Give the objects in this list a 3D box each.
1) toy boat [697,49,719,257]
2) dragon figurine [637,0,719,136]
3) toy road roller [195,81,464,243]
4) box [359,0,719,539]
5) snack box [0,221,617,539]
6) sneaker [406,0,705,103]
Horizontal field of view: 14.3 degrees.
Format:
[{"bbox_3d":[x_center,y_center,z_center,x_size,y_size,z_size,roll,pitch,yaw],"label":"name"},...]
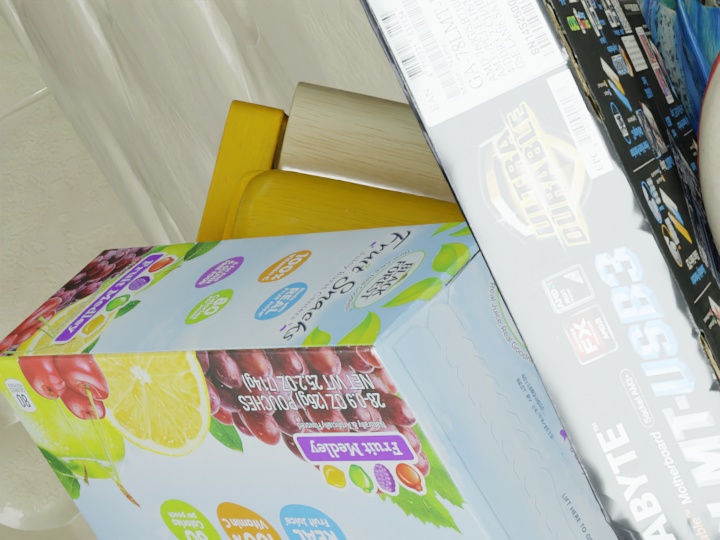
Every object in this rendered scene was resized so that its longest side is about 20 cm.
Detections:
[{"bbox_3d":[0.174,-0.005,0.799,0.200,0.130,0.131,63,-169,-12],"label":"toy boat"},{"bbox_3d":[0.120,-0.074,0.907,0.200,0.099,0.059,63,171,-9],"label":"dragon figurine"},{"bbox_3d":[0.000,0.000,1.028,0.146,0.123,0.200,101,180,-55],"label":"toy road roller"},{"bbox_3d":[0.071,-0.012,0.790,0.199,0.050,0.200,67,-167,-2],"label":"box"},{"bbox_3d":[-0.001,0.073,0.872,0.200,0.068,0.169,-2,125,51],"label":"snack box"},{"bbox_3d":[0.120,-0.049,1.057,0.200,0.084,0.121,31,-153,5],"label":"sneaker"}]
